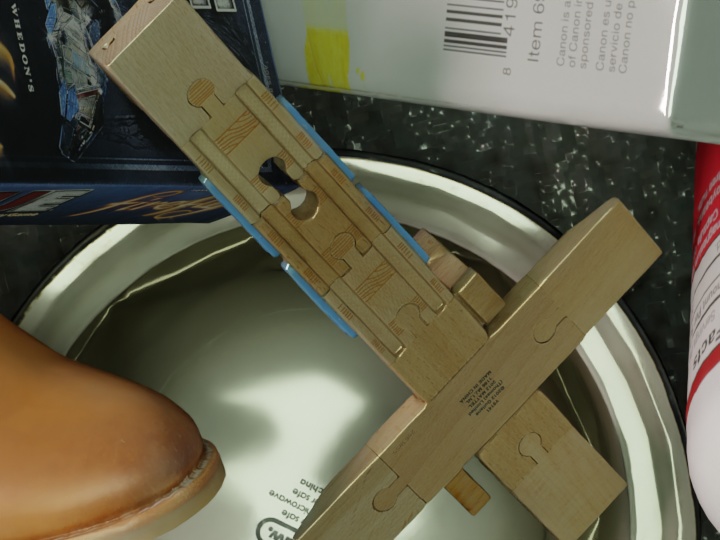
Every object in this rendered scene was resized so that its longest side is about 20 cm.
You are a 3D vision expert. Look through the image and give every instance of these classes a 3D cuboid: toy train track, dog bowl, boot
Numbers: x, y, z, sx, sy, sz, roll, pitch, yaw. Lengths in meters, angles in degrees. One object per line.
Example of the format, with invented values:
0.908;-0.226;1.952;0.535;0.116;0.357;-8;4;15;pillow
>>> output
0.000;0.000;0.687;0.115;0.033;0.200;-46;128;-3;toy train track
-0.010;0.065;0.781;0.198;0.074;0.202;0;96;-2;dog bowl
-0.128;-0.013;0.686;0.199;0.074;0.156;7;115;24;boot

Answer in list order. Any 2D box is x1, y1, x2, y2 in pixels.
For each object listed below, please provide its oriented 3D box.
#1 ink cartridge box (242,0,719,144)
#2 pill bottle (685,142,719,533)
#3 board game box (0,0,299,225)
0.034;-0.113;0.705;0.083;0.199;0.146;2;97;-45;ink cartridge box
0.137;0.011;0.710;0.111;0.113;0.201;8;54;-2;pill bottle
-0.089;-0.111;0.667;0.034;0.135;0.202;-20;80;36;board game box
